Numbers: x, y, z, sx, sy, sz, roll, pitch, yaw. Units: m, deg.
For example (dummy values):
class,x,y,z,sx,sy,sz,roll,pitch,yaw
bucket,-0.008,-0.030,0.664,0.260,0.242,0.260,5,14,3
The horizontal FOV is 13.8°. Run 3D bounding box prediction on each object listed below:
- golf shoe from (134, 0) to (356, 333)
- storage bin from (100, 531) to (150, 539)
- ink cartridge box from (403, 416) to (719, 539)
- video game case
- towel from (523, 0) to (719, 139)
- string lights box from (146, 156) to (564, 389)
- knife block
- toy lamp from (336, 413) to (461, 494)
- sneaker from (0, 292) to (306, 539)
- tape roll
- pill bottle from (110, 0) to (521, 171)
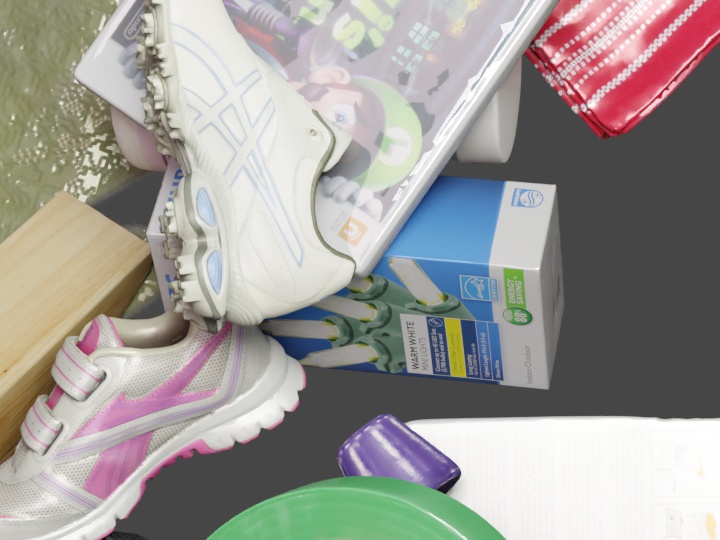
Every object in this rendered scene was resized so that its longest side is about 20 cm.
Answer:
class,x,y,z,sx,sy,sz,roll,pitch,yaw
golf shoe,-0.055,-0.073,1.434,0.097,0.078,0.200,-9,86,-8
storage bin,-0.153,0.242,1.530,0.135,0.094,0.200,-17,82,8
ink cartridge box,0.122,0.155,1.517,0.200,0.047,0.160,-1,83,7
video game case,-0.015,-0.127,1.470,0.182,0.023,0.200,35,89,13
towel,0.119,-0.184,1.566,0.145,0.022,0.200,-41,78,3
string lights box,0.000,0.000,1.519,0.200,0.103,0.059,5,52,11
knife block,-0.198,0.049,1.518,0.064,0.176,0.200,32,90,11
toy lamp,0.062,0.158,1.475,0.058,0.058,0.200,-39,82,4
sneaker,-0.131,0.070,1.494,0.200,0.081,0.088,-33,113,-12
tape roll,-0.001,0.201,1.444,0.200,0.048,0.201,1,94,18
pill bottle,-0.021,-0.102,1.536,0.200,0.112,0.112,3,84,11
